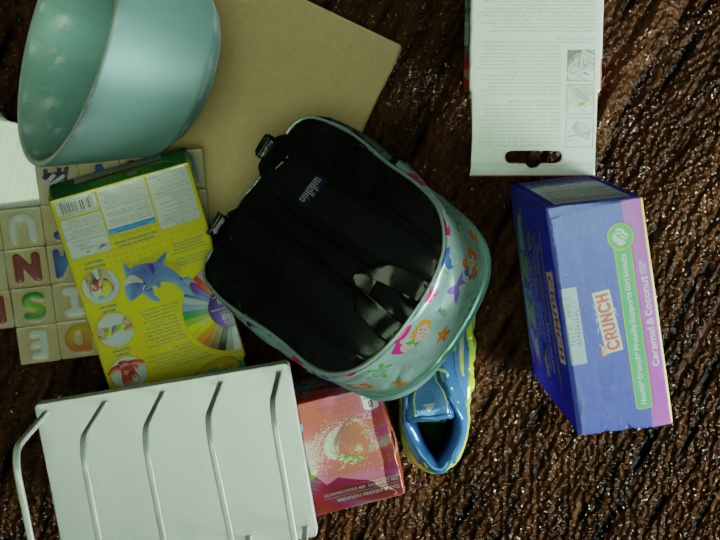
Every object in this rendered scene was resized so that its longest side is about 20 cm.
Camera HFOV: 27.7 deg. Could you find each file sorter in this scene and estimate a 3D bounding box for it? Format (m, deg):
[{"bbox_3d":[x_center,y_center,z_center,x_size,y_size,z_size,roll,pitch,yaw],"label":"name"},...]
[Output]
[{"bbox_3d":[-0.141,0.162,1.079,0.198,0.125,0.140,-9,99,0],"label":"file sorter"}]

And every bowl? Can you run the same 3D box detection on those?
[{"bbox_3d":[-0.178,-0.166,1.112,0.104,0.201,0.202,14,99,-31],"label":"bowl"}]

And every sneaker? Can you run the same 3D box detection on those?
[{"bbox_3d":[0.063,0.072,1.182,0.075,0.105,0.202,-6,99,-1],"label":"sneaker"}]

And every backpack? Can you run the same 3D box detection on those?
[{"bbox_3d":[0.000,0.000,1.111,0.150,0.200,0.178,33,92,-47],"label":"backpack"}]

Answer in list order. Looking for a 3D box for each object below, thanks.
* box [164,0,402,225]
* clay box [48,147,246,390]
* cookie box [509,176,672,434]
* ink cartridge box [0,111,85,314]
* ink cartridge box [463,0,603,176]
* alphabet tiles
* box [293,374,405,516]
[{"bbox_3d":[-0.080,-0.126,1.190,0.163,0.021,0.201,24,97,-5],"label":"box"},{"bbox_3d":[-0.166,0.014,1.169,0.114,0.048,0.201,-16,113,-6],"label":"clay box"},{"bbox_3d":[0.174,0.020,1.130,0.075,0.200,0.173,-9,99,0],"label":"cookie box"},{"bbox_3d":[-0.305,-0.057,1.182,0.199,0.048,0.147,13,98,-18],"label":"ink cartridge box"},{"bbox_3d":[0.138,-0.179,1.177,0.108,0.050,0.202,0,99,-2],"label":"ink cartridge box"},{"bbox_3d":[-0.219,-0.009,1.179,0.198,0.008,0.168,-7,111,-9],"label":"alphabet tiles"},{"bbox_3d":[-0.069,0.149,1.191,0.198,0.100,0.096,-14,98,1],"label":"box"}]
